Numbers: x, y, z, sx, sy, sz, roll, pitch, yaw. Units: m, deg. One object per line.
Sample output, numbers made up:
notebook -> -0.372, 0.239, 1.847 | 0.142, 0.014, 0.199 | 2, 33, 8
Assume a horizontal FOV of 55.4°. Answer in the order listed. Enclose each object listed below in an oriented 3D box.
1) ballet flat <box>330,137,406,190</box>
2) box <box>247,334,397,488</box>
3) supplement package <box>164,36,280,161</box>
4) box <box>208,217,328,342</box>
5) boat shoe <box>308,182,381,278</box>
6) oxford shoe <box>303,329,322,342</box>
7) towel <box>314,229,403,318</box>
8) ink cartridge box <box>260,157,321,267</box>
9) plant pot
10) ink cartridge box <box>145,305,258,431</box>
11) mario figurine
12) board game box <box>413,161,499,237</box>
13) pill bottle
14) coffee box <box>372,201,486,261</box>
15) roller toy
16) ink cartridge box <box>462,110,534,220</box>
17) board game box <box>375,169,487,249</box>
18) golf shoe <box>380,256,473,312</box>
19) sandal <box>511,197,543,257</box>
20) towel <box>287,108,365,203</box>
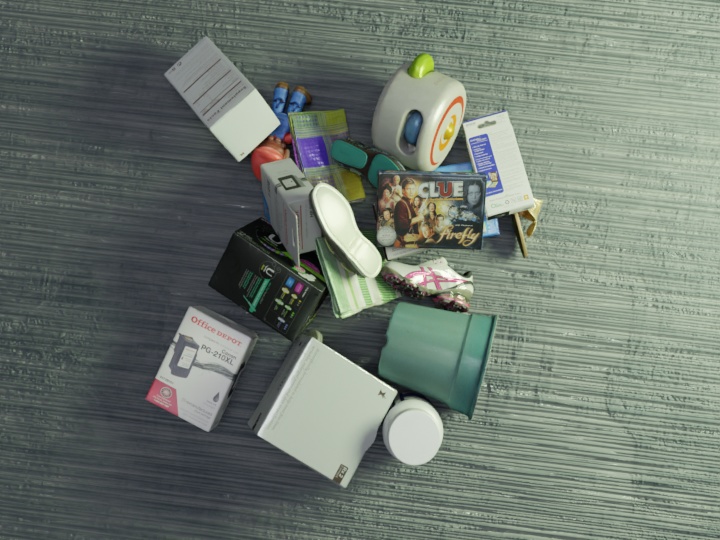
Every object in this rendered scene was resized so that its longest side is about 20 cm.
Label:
ballet flat -> 0.030, -0.201, 1.323 | 0.199, 0.074, 0.075 | 38, 89, 27
box -> -0.072, 0.255, 1.272 | 0.198, 0.130, 0.201 | 34, 78, -13
supplement package -> -0.269, -0.334, 1.334 | 0.117, 0.117, 0.200 | -41, 61, -1
box -> -0.162, 0.014, 1.320 | 0.198, 0.149, 0.126 | 32, 110, 2
boat shoe -> -0.037, -0.068, 1.235 | 0.072, 0.060, 0.203 | -49, 118, -26
oxford shoe -> -0.110, 0.221, 1.371 | 0.057, 0.074, 0.204 | 21, 77, -40
towel -> 0.000, 0.000, 1.325 | 0.023, 0.198, 0.156 | -19, 86, 41
ink cartridge box -> -0.124, -0.111, 1.291 | 0.065, 0.201, 0.118 | -15, 130, -20
plant pot -> 0.144, 0.158, 1.306 | 0.192, 0.200, 0.205 | 15, 87, 9
ink cartridge box -> -0.311, 0.190, 1.359 | 0.143, 0.084, 0.203 | 25, 88, 2
mario figurine -> -0.166, -0.272, 1.398 | 0.122, 0.105, 0.204 | 7, 74, 44
board game box -> 0.171, -0.132, 1.384 | 0.195, 0.045, 0.156 | -8, 88, 1
pill bottle -> 0.096, 0.295, 1.286 | 0.113, 0.200, 0.119 | 0, 87, 2
coffee box -> 0.130, -0.099, 1.322 | 0.196, 0.080, 0.115 | -15, 88, 2
roller toy -> 0.119, -0.289, 1.317 | 0.138, 0.200, 0.185 | 27, 80, 18
ink cartridge box -> 0.267, -0.206, 1.339 | 0.093, 0.037, 0.204 | -14, 76, 5
board game box -> 0.126, -0.110, 1.245 | 0.195, 0.035, 0.139 | 1, 107, 1
golf shoe -> 0.133, 0.014, 1.359 | 0.197, 0.072, 0.094 | 20, 73, -17
sandal -> 0.327, -0.139, 1.366 | 0.068, 0.078, 0.216 | -17, 82, 6
towel -> -0.065, -0.222, 1.370 | 0.141, 0.023, 0.204 | -11, 87, -34
